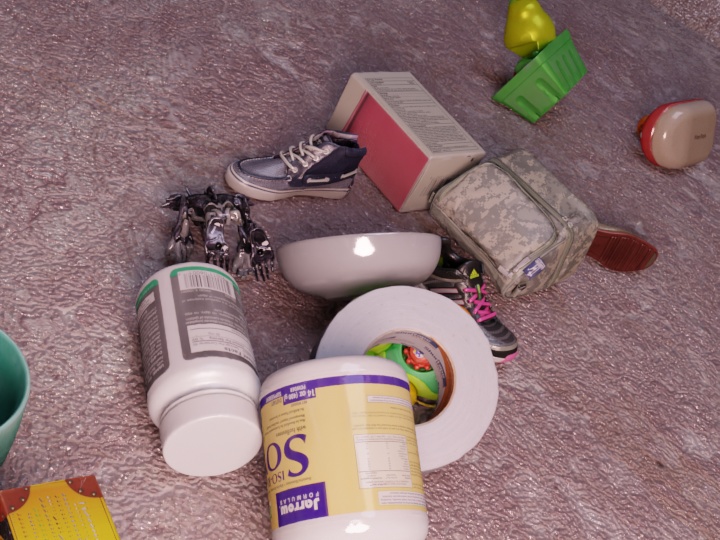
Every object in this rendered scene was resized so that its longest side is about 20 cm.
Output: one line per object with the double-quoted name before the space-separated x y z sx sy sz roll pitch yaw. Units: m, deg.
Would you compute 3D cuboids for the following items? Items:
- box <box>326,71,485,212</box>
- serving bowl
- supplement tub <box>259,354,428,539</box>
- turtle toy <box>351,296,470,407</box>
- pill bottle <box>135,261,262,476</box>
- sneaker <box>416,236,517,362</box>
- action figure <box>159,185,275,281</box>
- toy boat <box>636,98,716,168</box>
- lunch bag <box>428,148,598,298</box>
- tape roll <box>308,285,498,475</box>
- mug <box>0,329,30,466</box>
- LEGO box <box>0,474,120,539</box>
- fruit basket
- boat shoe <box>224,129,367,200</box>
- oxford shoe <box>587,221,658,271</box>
"box" 0.066 -0.196 1.575 0.128 0.109 0.200 -11 52 -43
"serving bowl" 0.000 0.000 1.253 0.200 0.200 0.066 0 82 -36
"supplement tub" -0.015 0.192 0.969 0.145 0.145 0.200 6 66 -31
"turtle toy" 0.065 0.086 1.235 0.200 0.101 0.146 13 38 -23
"pill bottle" -0.161 0.097 1.049 0.113 0.113 0.200 10 40 -26
"sneaker" 0.137 0.032 1.365 0.074 0.087 0.200 -16 56 -46
"action figure" -0.170 -0.040 1.229 0.119 0.102 0.200 3 16 -22
"toy boat" 0.610 -0.277 2.082 0.131 0.131 0.200 17 22 39
"lunch bag" 0.214 -0.060 1.503 0.168 0.139 0.200 -24 59 -31
"tape roll" 0.043 0.120 1.121 0.200 0.066 0.201 3 73 -10
"mug" -0.374 0.125 0.860 0.152 0.114 0.185 45 38 20
"LEGO box" -0.215 0.276 0.759 0.077 0.149 0.200 -3 46 -38
"fruit basket" 0.319 -0.406 1.972 0.215 0.155 0.216 27 41 -27
"boat shoe" -0.084 -0.151 1.425 0.200 0.093 0.075 -5 48 -40
"oxford shoe" 0.382 -0.054 1.665 0.200 0.070 0.075 16 32 -21
